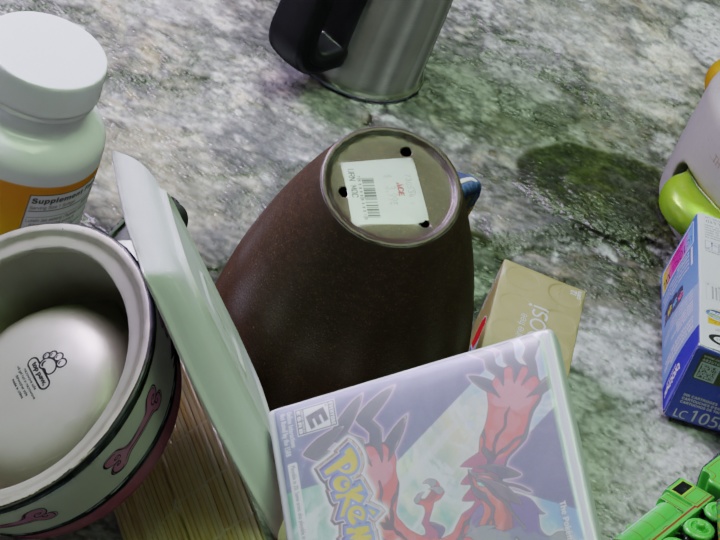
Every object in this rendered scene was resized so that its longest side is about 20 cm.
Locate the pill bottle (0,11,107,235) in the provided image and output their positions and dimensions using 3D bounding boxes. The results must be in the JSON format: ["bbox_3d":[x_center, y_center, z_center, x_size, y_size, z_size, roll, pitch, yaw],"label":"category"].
[{"bbox_3d":[-0.232,-0.067,1.774,0.111,0.200,0.111,15,37,-11],"label":"pill bottle"}]

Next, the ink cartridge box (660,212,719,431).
[{"bbox_3d":[0.298,0.059,2.012,0.136,0.077,0.200,18,35,-7],"label":"ink cartridge box"}]

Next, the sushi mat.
[{"bbox_3d":[-0.110,0.149,1.672,0.012,0.096,0.200,31,25,-43],"label":"sushi mat"}]

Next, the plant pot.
[{"bbox_3d":[0.000,0.000,1.776,0.186,0.200,0.188,6,58,-9],"label":"plant pot"}]

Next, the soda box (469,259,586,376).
[{"bbox_3d":[0.106,0.081,1.891,0.068,0.064,0.200,22,37,-2],"label":"soda box"}]

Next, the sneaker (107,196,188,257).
[{"bbox_3d":[-0.155,0.029,1.810,0.088,0.074,0.200,30,47,8],"label":"sneaker"}]

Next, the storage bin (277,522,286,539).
[{"bbox_3d":[0.041,0.165,1.651,0.198,0.094,0.200,-17,39,10],"label":"storage bin"}]

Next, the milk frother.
[{"bbox_3d":[-0.018,-0.268,2.151,0.180,0.189,0.200,-5,45,-35],"label":"milk frother"}]

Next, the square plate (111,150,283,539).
[{"bbox_3d":[-0.095,0.040,1.666,0.028,0.201,0.198,-25,26,0],"label":"square plate"}]

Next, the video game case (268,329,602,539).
[{"bbox_3d":[0.045,0.146,1.556,0.182,0.023,0.201,-17,58,11],"label":"video game case"}]

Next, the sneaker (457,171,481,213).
[{"bbox_3d":[0.009,-0.044,1.983,0.088,0.075,0.200,39,38,21],"label":"sneaker"}]

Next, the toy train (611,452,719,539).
[{"bbox_3d":[0.227,0.175,1.862,0.056,0.042,0.200,31,36,26],"label":"toy train"}]

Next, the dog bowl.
[{"bbox_3d":[-0.197,0.074,1.645,0.074,0.200,0.200,49,11,-48],"label":"dog bowl"}]

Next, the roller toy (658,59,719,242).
[{"bbox_3d":[0.344,-0.079,2.155,0.182,0.140,0.200,25,36,1],"label":"roller toy"}]

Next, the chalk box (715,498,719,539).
[{"bbox_3d":[0.321,0.192,1.793,0.124,0.125,0.200,37,31,-23],"label":"chalk box"}]
